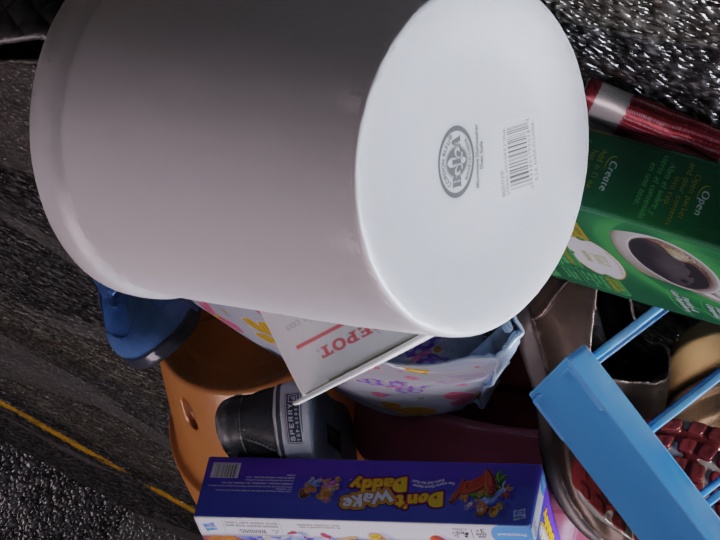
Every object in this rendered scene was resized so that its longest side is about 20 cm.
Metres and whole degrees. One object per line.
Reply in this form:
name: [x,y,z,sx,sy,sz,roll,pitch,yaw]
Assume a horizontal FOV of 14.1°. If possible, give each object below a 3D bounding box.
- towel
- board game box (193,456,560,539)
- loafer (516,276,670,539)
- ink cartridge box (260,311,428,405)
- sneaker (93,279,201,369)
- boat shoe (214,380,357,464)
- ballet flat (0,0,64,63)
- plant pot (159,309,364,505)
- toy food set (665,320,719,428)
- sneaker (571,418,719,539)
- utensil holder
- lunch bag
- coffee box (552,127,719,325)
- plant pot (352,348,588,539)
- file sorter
towel: [0.189,-0.030,1.392,0.199,0.023,0.144,23,168,1]
board game box: [0.017,0.168,1.695,0.199,0.045,0.135,0,139,17]
loafer: [0.140,0.073,1.637,0.071,0.073,0.201,-2,118,41]
ink cartridge box: [0.017,0.005,1.445,0.068,0.115,0.200,62,-170,1]
sneaker: [-0.154,-0.008,1.880,0.079,0.066,0.200,52,-170,-29]
boat shoe: [-0.044,0.115,1.766,0.068,0.074,0.199,-6,167,10]
ballet flat: [-0.109,-0.104,1.543,0.199,0.057,0.066,21,166,9]
plant pot: [-0.047,0.066,1.914,0.200,0.200,0.140,16,150,32]
toy food set: [0.261,0.107,1.688,0.199,0.049,0.198,13,144,2]
sneaker: [0.211,0.139,1.618,0.199,0.078,0.082,17,164,-8]
utensil holder: [-0.023,-0.060,1.306,0.200,0.170,0.170,10,163,43]
lunch bag: [0.000,0.000,1.644,0.200,0.127,0.170,34,170,5]
coffee box: [0.152,-0.017,1.372,0.200,0.044,0.123,17,164,31]
plant pot: [0.091,0.148,1.815,0.199,0.180,0.200,4,-162,-1]
file sorter: [0.202,0.100,1.510,0.200,0.123,0.139,52,170,5]
